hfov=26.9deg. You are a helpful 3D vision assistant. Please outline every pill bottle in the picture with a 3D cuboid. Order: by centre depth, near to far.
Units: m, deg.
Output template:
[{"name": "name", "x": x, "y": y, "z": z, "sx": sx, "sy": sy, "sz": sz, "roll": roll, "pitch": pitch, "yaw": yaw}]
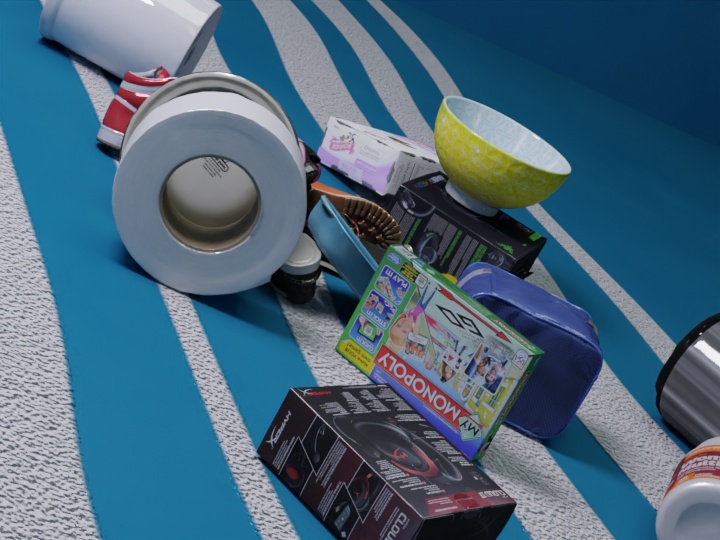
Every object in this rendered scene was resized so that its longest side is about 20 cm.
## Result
[{"name": "pill bottle", "x": 0.385, "y": 0.250, "z": 1.624, "sx": 0.109, "sy": 0.110, "sz": 0.200, "roll": 32, "pitch": 19, "yaw": 10}]

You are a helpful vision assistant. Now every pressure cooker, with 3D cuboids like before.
[{"name": "pressure cooker", "x": 0.493, "y": 0.172, "z": 1.893, "sx": 0.175, "sy": 0.180, "sz": 0.200, "roll": -25, "pitch": 48, "yaw": -25}]

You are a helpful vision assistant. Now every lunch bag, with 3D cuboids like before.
[{"name": "lunch bag", "x": 0.182, "y": 0.087, "z": 1.708, "sx": 0.199, "sy": 0.136, "sz": 0.132, "roll": 28, "pitch": 19, "yaw": -8}]

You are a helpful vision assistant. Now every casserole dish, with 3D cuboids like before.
[{"name": "casserole dish", "x": 0.000, "y": 0.000, "z": 1.721, "sx": 0.200, "sy": 0.039, "sz": 0.121, "roll": 53, "pitch": 3, "yaw": -29}]

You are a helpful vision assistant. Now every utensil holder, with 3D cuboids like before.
[{"name": "utensil holder", "x": -0.314, "y": -0.347, "z": 2.074, "sx": 0.199, "sy": 0.171, "sz": 0.170, "roll": 31, "pitch": 18, "yaw": -2}]

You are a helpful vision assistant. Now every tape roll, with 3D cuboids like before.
[{"name": "tape roll", "x": -0.153, "y": -0.078, "z": 1.551, "sx": 0.201, "sy": 0.203, "sz": 0.071, "roll": 25, "pitch": 18, "yaw": -12}]

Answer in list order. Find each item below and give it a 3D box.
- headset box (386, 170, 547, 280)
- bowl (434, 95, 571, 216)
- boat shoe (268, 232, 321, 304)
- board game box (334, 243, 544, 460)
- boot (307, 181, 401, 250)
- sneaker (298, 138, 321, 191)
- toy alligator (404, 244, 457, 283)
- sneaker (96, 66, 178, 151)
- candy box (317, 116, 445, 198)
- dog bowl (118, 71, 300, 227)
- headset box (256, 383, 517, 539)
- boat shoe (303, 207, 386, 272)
[{"name": "headset box", "x": 0.142, "y": -0.037, "z": 2.042, "sx": 0.199, "sy": 0.093, "sz": 0.174, "roll": 34, "pitch": 20, "yaw": 13}, {"name": "bowl", "x": 0.174, "y": -0.139, "z": 2.033, "sx": 0.199, "sy": 0.108, "sz": 0.200, "roll": 25, "pitch": 20, "yaw": -10}, {"name": "boat shoe", "x": -0.101, "y": -0.034, "z": 1.732, "sx": 0.073, "sy": 0.061, "sz": 0.200, "roll": -14, "pitch": 37, "yaw": -26}, {"name": "board game box", "x": 0.079, "y": 0.084, "z": 1.571, "sx": 0.200, "sy": 0.135, "sz": 0.029, "roll": 37, "pitch": 20, "yaw": 24}, {"name": "boot", "x": -0.042, "y": -0.081, "z": 1.927, "sx": 0.199, "sy": 0.075, "sz": 0.107, "roll": 22, "pitch": 15, "yaw": -18}, {"name": "sneaker", "x": -0.091, "y": -0.130, "z": 1.831, "sx": 0.086, "sy": 0.081, "sz": 0.200, "roll": 21, "pitch": 18, "yaw": -9}, {"name": "toy alligator", "x": 0.086, "y": 0.034, "z": 1.832, "sx": 0.054, "sy": 0.060, "sz": 0.200, "roll": -14, "pitch": 41, "yaw": -30}, {"name": "sneaker", "x": -0.215, "y": -0.179, "z": 1.847, "sx": 0.199, "sy": 0.113, "sz": 0.071, "roll": 18, "pitch": 5, "yaw": -32}, {"name": "candy box", "x": 0.062, "y": -0.151, "z": 2.213, "sx": 0.199, "sy": 0.072, "sz": 0.167, "roll": 11, "pitch": 14, "yaw": -43}, {"name": "dog bowl", "x": -0.162, "y": -0.113, "z": 1.659, "sx": 0.199, "sy": 0.201, "sz": 0.074, "roll": 31, "pitch": -3, "yaw": 6}, {"name": "headset box", "x": 0.030, "y": 0.188, "z": 1.319, "sx": 0.200, "sy": 0.075, "sz": 0.148, "roll": 41, "pitch": 22, "yaw": 31}, {"name": "boat shoe", "x": -0.028, "y": -0.035, "z": 1.842, "sx": 0.200, "sy": 0.063, "sz": 0.074, "roll": 21, "pitch": 17, "yaw": -28}]
